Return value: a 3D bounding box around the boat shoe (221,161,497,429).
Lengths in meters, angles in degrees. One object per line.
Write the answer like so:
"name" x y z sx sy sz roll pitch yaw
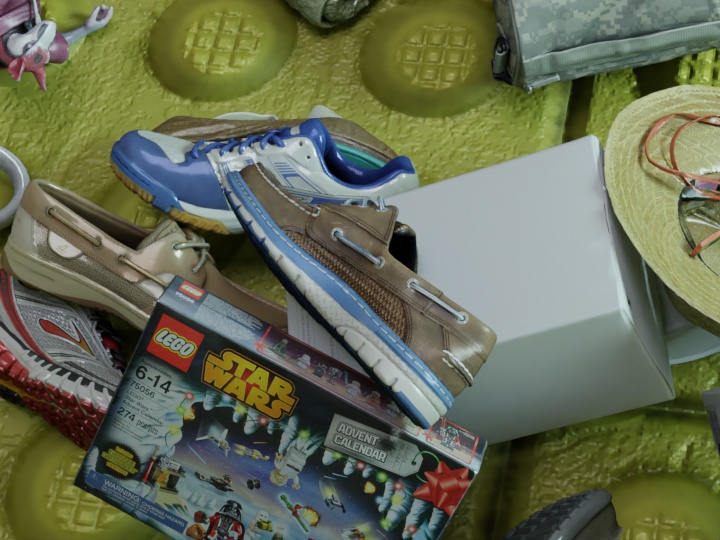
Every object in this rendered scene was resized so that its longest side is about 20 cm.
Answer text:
"boat shoe" 0.000 0.000 1.034 0.072 0.072 0.200 -40 62 -6

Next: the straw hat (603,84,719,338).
"straw hat" 0.219 -0.008 1.077 0.200 0.085 0.202 9 48 -10

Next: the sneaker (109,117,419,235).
"sneaker" -0.058 -0.065 1.187 0.199 0.089 0.075 18 23 -4

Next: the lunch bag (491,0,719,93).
"lunch bag" 0.176 -0.211 1.242 0.199 0.140 0.169 -10 56 5

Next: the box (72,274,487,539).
"box" -0.047 0.109 1.046 0.199 0.137 0.040 28 26 1

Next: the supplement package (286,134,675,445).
"supplement package" 0.069 0.025 1.098 0.199 0.120 0.122 -16 55 17

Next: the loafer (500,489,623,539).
"loafer" 0.090 0.208 1.043 0.070 0.075 0.200 44 65 -9

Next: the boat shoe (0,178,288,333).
"boat shoe" -0.125 0.001 1.169 0.199 0.071 0.065 20 104 -4

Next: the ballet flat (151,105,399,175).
"ballet flat" -0.056 -0.080 1.255 0.199 0.068 0.073 1 39 15

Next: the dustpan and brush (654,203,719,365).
"dustpan and brush" 0.232 0.002 1.157 0.199 0.057 0.140 6 70 21

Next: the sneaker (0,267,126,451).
"sneaker" -0.178 0.054 1.174 0.199 0.078 0.082 30 66 25

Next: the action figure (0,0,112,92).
"action figure" -0.261 -0.205 1.319 0.148 0.134 0.201 -15 54 1

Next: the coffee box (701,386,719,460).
"coffee box" 0.265 0.147 0.986 0.114 0.080 0.201 -16 86 1

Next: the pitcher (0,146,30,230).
"pitcher" -0.340 -0.056 1.259 0.171 0.121 0.200 42 61 13

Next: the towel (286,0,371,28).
"towel" -0.004 -0.273 1.375 0.200 0.037 0.148 -43 60 -17
